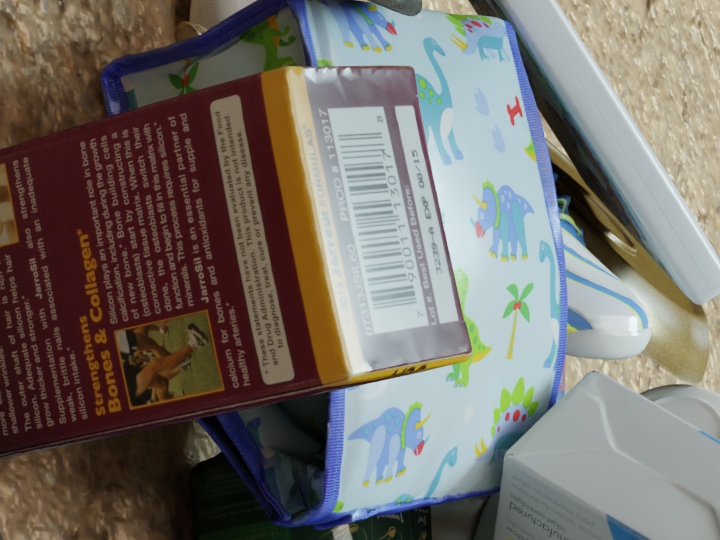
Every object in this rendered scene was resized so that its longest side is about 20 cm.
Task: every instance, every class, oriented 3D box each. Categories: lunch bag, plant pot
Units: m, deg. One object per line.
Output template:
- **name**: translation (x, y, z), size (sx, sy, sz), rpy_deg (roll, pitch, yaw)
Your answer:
- **lunch bag**: translation (0.000, 0.000, 1.050), size (0.170, 0.127, 0.200), rpy_deg (-4, 76, -54)
- **plant pot**: translation (0.107, -0.024, 1.289), size (0.200, 0.027, 0.200), rpy_deg (43, 10, -10)

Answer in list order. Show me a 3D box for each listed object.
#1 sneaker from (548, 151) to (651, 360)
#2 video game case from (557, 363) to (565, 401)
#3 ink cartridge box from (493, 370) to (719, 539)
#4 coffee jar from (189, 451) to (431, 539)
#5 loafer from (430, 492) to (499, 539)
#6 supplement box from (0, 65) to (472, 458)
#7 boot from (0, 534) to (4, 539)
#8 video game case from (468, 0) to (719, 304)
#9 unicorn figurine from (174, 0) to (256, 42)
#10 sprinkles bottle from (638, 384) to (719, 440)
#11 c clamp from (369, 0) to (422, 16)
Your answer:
- **sneaker**: translation (0.056, -0.043, 1.156), size (0.076, 0.200, 0.105), rpy_deg (-11, 128, -61)
- **video game case**: translation (0.060, 0.100, 1.287), size (0.143, 0.018, 0.200), rpy_deg (32, 53, -49)
- **ink cartridge box**: translation (0.117, 0.152, 1.109), size (0.068, 0.115, 0.200), rpy_deg (-42, 150, -34)
- **coffee jar**: translation (-0.015, 0.174, 1.081), size (0.104, 0.085, 0.200), rpy_deg (15, 66, -53)
- **loafer**: translation (0.068, 0.113, 1.219), size (0.200, 0.063, 0.072), rpy_deg (14, 92, -72)
- **supplement box**: translation (-0.072, 0.001, 0.943), size (0.086, 0.200, 0.110), rpy_deg (-6, 84, -57)
- **boot**: translation (-0.129, 0.177, 0.926), size (0.174, 0.069, 0.200), rpy_deg (47, 50, -51)
- **video game case**: translation (0.089, -0.092, 1.204), size (0.200, 0.024, 0.182), rpy_deg (55, 2, -22)
- **unicorn figurine**: translation (-0.052, -0.121, 1.154), size (0.137, 0.074, 0.200), rpy_deg (22, 77, -53)
- **sprinkles bottle**: translation (0.165, 0.147, 1.323), size (0.200, 0.068, 0.068), rpy_deg (80, 22, -44)
- **c clamp**: translation (-0.069, -0.147, 1.015), size (0.171, 0.200, 0.027), rpy_deg (23, 98, -36)
